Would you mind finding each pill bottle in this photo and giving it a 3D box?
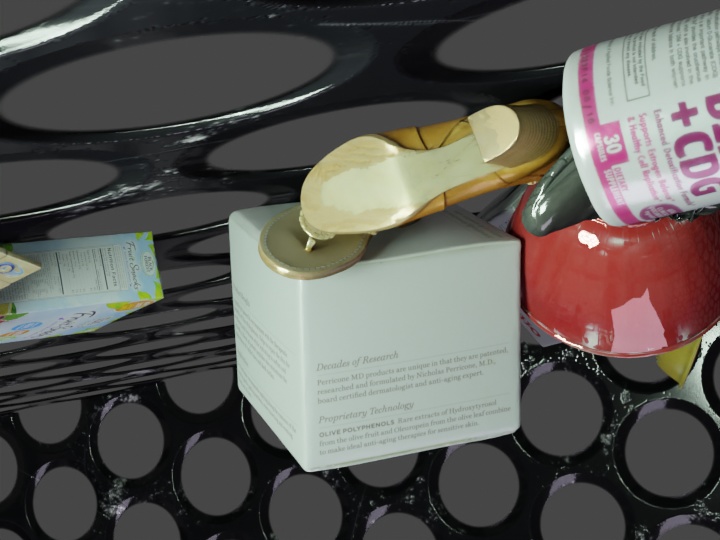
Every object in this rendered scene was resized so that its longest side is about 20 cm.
[{"bbox_3d":[0.231,-0.102,0.874,0.199,0.114,0.113,-14,173,24],"label":"pill bottle"}]

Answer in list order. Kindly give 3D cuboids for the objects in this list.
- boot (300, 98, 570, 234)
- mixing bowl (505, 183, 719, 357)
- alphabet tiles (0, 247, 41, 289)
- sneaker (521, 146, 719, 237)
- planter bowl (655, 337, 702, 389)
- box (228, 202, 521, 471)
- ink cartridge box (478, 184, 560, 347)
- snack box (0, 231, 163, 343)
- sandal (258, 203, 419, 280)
[{"bbox_3d":[0.070,-0.071,1.079,0.200,0.071,0.144,-19,170,30],"label":"boot"},{"bbox_3d":[0.212,-0.044,1.177,0.198,0.201,0.109,-10,145,0],"label":"mixing bowl"},{"bbox_3d":[-0.353,0.008,1.030,0.199,0.008,0.167,-23,152,29],"label":"alphabet tiles"},{"bbox_3d":[0.205,-0.068,1.031,0.199,0.091,0.076,-29,168,-13],"label":"sneaker"},{"bbox_3d":[0.304,0.007,1.426,0.083,0.202,0.200,18,179,11],"label":"planter bowl"},{"bbox_3d":[0.009,0.041,1.244,0.198,0.173,0.199,-9,-161,-19],"label":"box"},{"bbox_3d":[0.183,-0.014,1.369,0.083,0.147,0.200,-42,-179,-14],"label":"ink cartridge box"},{"bbox_3d":[-0.300,0.021,1.301,0.199,0.068,0.168,-8,172,-33],"label":"snack box"},{"bbox_3d":[-0.006,-0.061,1.140,0.077,0.070,0.211,28,-151,22],"label":"sandal"}]
